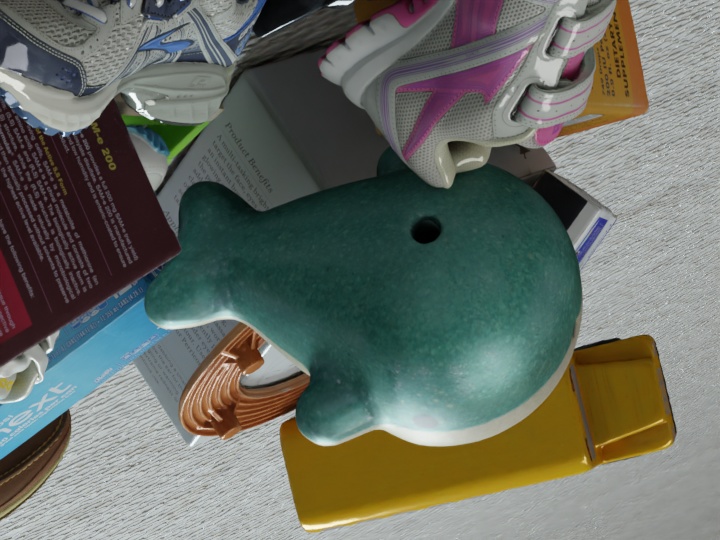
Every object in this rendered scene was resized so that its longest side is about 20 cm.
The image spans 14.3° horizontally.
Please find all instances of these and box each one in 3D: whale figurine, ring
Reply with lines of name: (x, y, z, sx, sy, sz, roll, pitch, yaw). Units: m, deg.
whale figurine: (0.000, 0.000, 1.289, 0.104, 0.199, 0.159, 76, 30, -60)
ring: (-0.004, 0.027, 1.443, 0.200, 0.019, 0.200, -31, 164, -10)

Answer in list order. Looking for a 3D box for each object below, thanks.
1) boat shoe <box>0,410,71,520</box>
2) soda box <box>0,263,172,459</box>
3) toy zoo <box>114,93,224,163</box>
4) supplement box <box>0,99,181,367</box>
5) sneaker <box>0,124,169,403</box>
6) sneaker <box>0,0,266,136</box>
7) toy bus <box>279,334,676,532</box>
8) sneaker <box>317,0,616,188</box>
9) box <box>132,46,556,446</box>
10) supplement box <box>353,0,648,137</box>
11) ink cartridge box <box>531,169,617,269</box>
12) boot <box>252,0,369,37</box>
boat shoe: (-0.236, 0.107, 1.491, 0.200, 0.072, 0.068, -24, 162, -26)
soda box: (-0.182, 0.049, 1.377, 0.200, 0.064, 0.068, -37, 163, 7)
toy zoo: (-0.168, -0.022, 1.357, 0.200, 0.020, 0.131, -42, 162, 23)
supplement box: (-0.173, -0.012, 1.151, 0.061, 0.109, 0.200, -11, -164, 45)
sneaker: (-0.160, 0.011, 1.288, 0.200, 0.081, 0.076, -39, 161, 9)
sneaker: (-0.094, -0.108, 1.084, 0.085, 0.077, 0.200, -52, 166, 19)
toy bus: (0.064, 0.086, 1.525, 0.199, 0.065, 0.078, -13, 178, 12)
sneaker: (0.073, -0.102, 1.206, 0.081, 0.088, 0.200, -31, 177, -43)
box: (-0.022, -0.021, 1.495, 0.152, 0.106, 0.200, -19, 157, -43)
supplement box: (0.071, -0.101, 1.370, 0.069, 0.067, 0.200, -12, 177, 28)
ink cartridge box: (0.086, 0.000, 1.463, 0.100, 0.039, 0.200, -56, 173, 3)
boot: (0.042, -0.176, 1.219, 0.165, 0.066, 0.200, -44, 170, 29)
